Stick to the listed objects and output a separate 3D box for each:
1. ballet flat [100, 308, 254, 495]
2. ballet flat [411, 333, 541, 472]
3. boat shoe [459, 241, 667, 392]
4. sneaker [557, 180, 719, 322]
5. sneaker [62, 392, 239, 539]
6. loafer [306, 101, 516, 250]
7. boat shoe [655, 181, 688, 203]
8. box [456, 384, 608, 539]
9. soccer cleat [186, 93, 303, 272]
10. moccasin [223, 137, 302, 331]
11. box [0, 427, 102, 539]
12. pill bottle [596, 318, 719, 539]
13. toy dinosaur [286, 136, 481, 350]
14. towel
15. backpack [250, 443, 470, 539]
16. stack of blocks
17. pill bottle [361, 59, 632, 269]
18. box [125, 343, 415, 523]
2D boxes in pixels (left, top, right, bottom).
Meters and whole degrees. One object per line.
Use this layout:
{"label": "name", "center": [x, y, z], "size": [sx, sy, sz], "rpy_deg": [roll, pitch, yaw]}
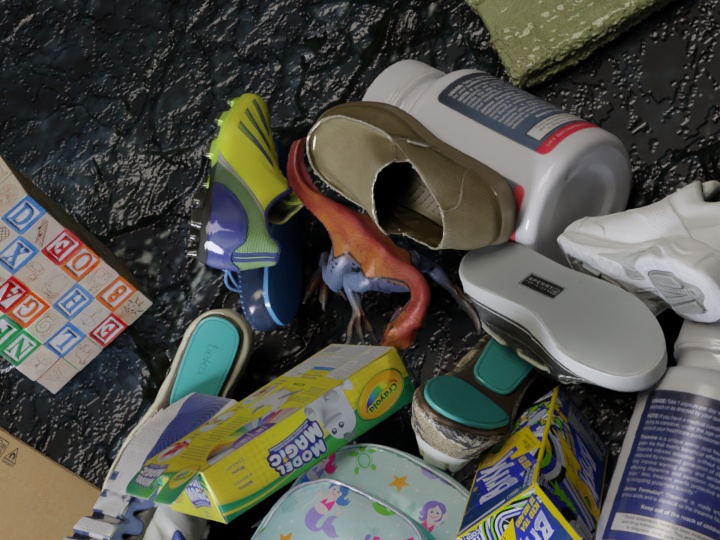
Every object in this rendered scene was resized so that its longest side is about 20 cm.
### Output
{"label": "ballet flat", "center": [-0.140, 0.122, 1.752], "size": [0.069, 0.069, 0.201], "rpy_deg": [30, 90, 36]}
{"label": "ballet flat", "center": [0.077, 0.101, 1.587], "size": [0.068, 0.200, 0.076], "rpy_deg": [34, 114, 9]}
{"label": "boat shoe", "center": [0.147, 0.043, 1.571], "size": [0.071, 0.064, 0.200], "rpy_deg": [-32, 38, -19]}
{"label": "sneaker", "center": [0.216, -0.019, 1.562], "size": [0.099, 0.078, 0.200], "rpy_deg": [-47, 24, -16]}
{"label": "sneaker", "center": [-0.141, 0.196, 1.688], "size": [0.200, 0.115, 0.080], "rpy_deg": [-52, 29, -17]}
{"label": "loafer", "center": [0.025, -0.070, 1.640], "size": [0.199, 0.067, 0.077], "rpy_deg": [24, 120, 40]}
{"label": "boat shoe", "center": [0.275, -0.007, 1.590], "size": [0.200, 0.072, 0.071], "rpy_deg": [37, 89, 39]}
{"label": "box", "center": [0.120, 0.150, 1.515], "size": [0.070, 0.200, 0.064], "rpy_deg": [-38, 96, 17]}
{"label": "soccer cleat", "center": [-0.084, -0.066, 1.742], "size": [0.083, 0.065, 0.201], "rpy_deg": [9, 38, -1]}
{"label": "moccasin", "center": [-0.086, -0.021, 1.790], "size": [0.068, 0.081, 0.201], "rpy_deg": [-14, 38, 11]}
{"label": "box", "center": [-0.294, 0.221, 1.808], "size": [0.199, 0.021, 0.164], "rpy_deg": [25, 79, 35]}
{"label": "pill bottle", "center": [0.230, 0.134, 1.515], "size": [0.110, 0.111, 0.201], "rpy_deg": [9, 69, 32]}
{"label": "toy dinosaur", "center": [0.000, 0.000, 1.685], "size": [0.105, 0.200, 0.181], "rpy_deg": [-41, 8, -10]}
{"label": "towel", "center": [0.182, -0.242, 1.791], "size": [0.199, 0.036, 0.149], "rpy_deg": [-33, 54, 9]}
{"label": "backpack", "center": [0.002, 0.224, 1.573], "size": [0.177, 0.151, 0.200], "rpy_deg": [28, 72, 26]}
{"label": "stack of blocks", "center": [-0.269, 0.005, 1.799], "size": [0.115, 0.200, 0.059], "rpy_deg": [-41, 53, 1]}
{"label": "pill bottle", "center": [0.096, -0.085, 1.701], "size": [0.200, 0.120, 0.120], "rpy_deg": [31, 81, 37]}
{"label": "box", "center": [-0.067, 0.121, 1.607], "size": [0.199, 0.049, 0.117], "rpy_deg": [-30, 11, -21]}
